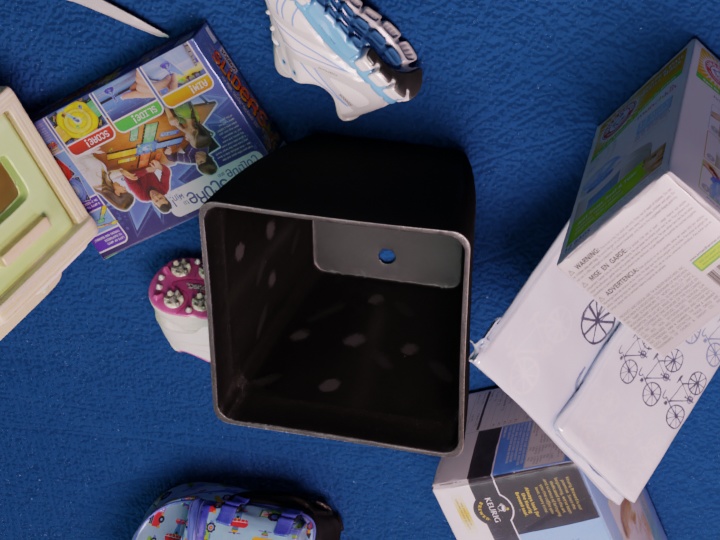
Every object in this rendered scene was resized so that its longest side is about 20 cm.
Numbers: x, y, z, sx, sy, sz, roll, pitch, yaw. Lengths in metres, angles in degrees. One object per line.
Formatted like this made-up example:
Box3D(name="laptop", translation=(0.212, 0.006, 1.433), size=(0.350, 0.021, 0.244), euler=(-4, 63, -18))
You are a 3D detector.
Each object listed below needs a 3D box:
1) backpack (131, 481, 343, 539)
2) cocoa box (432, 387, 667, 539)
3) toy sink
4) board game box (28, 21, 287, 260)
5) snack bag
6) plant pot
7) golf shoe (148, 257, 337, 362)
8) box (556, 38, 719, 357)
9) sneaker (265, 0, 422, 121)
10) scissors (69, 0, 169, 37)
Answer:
Box3D(name="backpack", translation=(-0.134, 0.284, 1.466), size=(0.198, 0.134, 0.184), euler=(11, 86, 17))
Box3D(name="cocoa box", translation=(0.166, 0.207, 1.351), size=(0.130, 0.134, 0.201), euler=(-14, 117, 24))
Box3D(name="toy sink", translation=(-0.305, -0.032, 1.311), size=(0.111, 0.130, 0.201), euler=(4, 131, 43))
Box3D(name="board game box", translation=(-0.170, -0.102, 1.308), size=(0.199, 0.035, 0.136), euler=(-21, 114, 28))
Box3D(name="snack bag", translation=(0.194, 0.050, 1.212), size=(0.200, 0.189, 0.021), euler=(44, 165, -27))
Box3D(name="plant pot", translation=(0.000, 0.000, 1.238), size=(0.198, 0.178, 0.201), euler=(7, 124, 11))
Box3D(name="golf shoe", translation=(-0.083, 0.050, 1.371), size=(0.198, 0.076, 0.092), euler=(16, 141, 9))
Box3D(name="box", translation=(0.224, -0.055, 1.121), size=(0.101, 0.201, 0.112), euler=(39, 127, -10))
Box3D(name="sneaker", translation=(-0.047, -0.189, 1.195), size=(0.086, 0.075, 0.200), euler=(-27, 111, 36))
Box3D(name="scissors", translation=(-0.244, -0.232, 1.258), size=(0.198, 0.014, 0.074), euler=(14, 123, 10))
